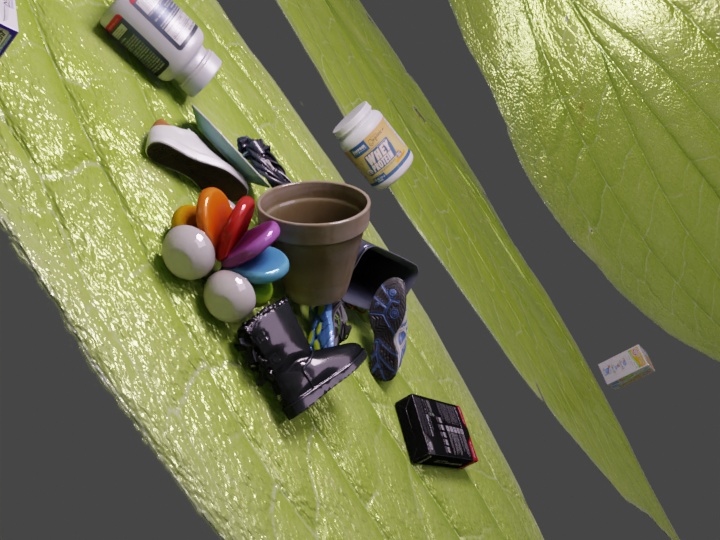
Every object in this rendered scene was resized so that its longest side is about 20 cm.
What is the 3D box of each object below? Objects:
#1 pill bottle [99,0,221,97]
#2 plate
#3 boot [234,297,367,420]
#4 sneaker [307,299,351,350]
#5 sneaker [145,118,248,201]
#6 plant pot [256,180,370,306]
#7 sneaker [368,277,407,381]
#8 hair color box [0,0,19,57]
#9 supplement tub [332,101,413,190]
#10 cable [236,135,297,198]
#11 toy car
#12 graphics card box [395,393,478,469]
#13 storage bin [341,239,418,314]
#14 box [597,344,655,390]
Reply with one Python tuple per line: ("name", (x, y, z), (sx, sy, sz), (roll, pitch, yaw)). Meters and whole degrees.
("pill bottle", (-0.355, -0.419, 1.155), (0.200, 0.118, 0.121), (42, 29, -29))
("plate", (-0.242, -0.218, 1.166), (0.200, 0.026, 0.200), (47, -3, 3))
("boot", (-0.093, 0.119, 1.011), (0.197, 0.073, 0.164), (-32, 89, -40))
("sneaker", (-0.050, 0.111, 1.155), (0.082, 0.071, 0.202), (36, 30, -25))
("sneaker", (-0.273, -0.196, 1.102), (0.198, 0.072, 0.086), (32, 37, -39))
("plant pot", (-0.079, -0.042, 1.128), (0.201, 0.195, 0.177), (-68, 160, -60))
("sneaker", (0.058, 0.115, 1.284), (0.077, 0.074, 0.206), (-1, 99, -73))
("hair color box", (-0.553, -0.370, 0.816), (0.198, 0.064, 0.111), (17, 46, -51))
("supplement tub", (0.033, -0.335, 1.717), (0.200, 0.143, 0.146), (47, 27, -19))
("cable", (-0.161, -0.191, 1.250), (0.163, 0.051, 0.200), (46, 2, 10))
("toy car", (-0.191, -0.038, 0.983), (0.201, 0.149, 0.176), (49, 26, -15))
("graphics card box", (0.157, 0.330, 1.299), (0.198, 0.050, 0.128), (26, 40, -49))
("storage bin", (0.000, 0.000, 1.317), (0.198, 0.147, 0.134), (22, 13, -49))
("box", (1.171, 0.428, 2.807), (0.112, 0.198, 0.103), (29, 37, -43))
